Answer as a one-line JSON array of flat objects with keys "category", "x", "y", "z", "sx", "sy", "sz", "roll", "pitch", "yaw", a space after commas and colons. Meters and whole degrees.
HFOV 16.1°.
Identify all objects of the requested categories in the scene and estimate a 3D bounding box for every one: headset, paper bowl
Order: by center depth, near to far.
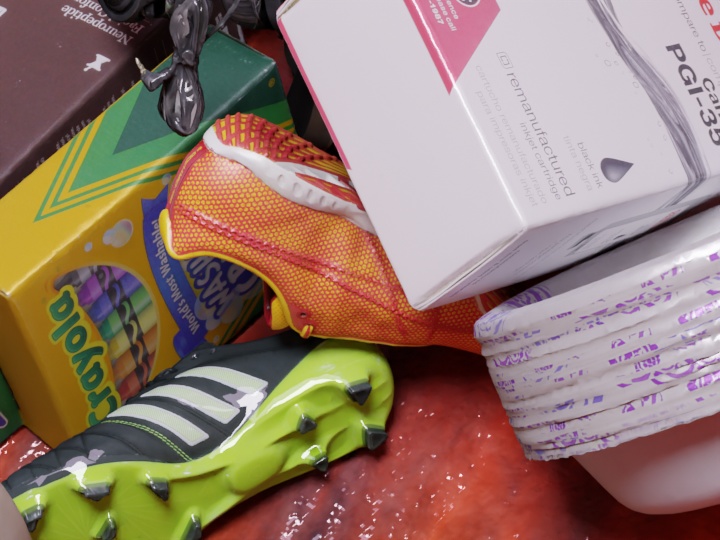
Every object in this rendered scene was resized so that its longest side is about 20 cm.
[{"category": "paper bowl", "x": 0.154, "y": 0.030, "z": 1.039, "sx": 0.200, "sy": 0.105, "sz": 0.201, "roll": -21, "pitch": 2, "yaw": 1}, {"category": "headset", "x": -0.067, "y": -0.127, "z": 1.143, "sx": 0.123, "sy": 0.095, "sz": 0.200, "roll": 5, "pitch": 18, "yaw": 0}]

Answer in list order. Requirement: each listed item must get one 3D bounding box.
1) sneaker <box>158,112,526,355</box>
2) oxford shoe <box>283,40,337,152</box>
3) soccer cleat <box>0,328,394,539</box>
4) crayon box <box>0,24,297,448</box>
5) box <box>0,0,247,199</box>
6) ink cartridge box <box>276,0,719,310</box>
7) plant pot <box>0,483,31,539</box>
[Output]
[{"category": "sneaker", "x": 0.000, "y": 0.000, "z": 1.121, "sx": 0.077, "sy": 0.199, "sz": 0.073, "roll": -55, "pitch": 24, "yaw": 18}, {"category": "oxford shoe", "x": 0.001, "y": -0.127, "z": 1.299, "sx": 0.071, "sy": 0.071, "sz": 0.201, "roll": 12, "pitch": 45, "yaw": -14}, {"category": "soccer cleat", "x": -0.081, "y": 0.077, "z": 1.132, "sx": 0.199, "sy": 0.068, "sz": 0.081, "roll": -22, "pitch": 37, "yaw": -14}, {"category": "crayon box", "x": -0.108, "y": 0.000, "z": 1.159, "sx": 0.051, "sy": 0.126, "sz": 0.200, "roll": 31, "pitch": 63, "yaw": 35}, {"category": "box", "x": -0.157, "y": -0.079, "z": 1.219, "sx": 0.100, "sy": 0.075, "sz": 0.200, "roll": 26, "pitch": 60, "yaw": 28}, {"category": "ink cartridge box", "x": 0.082, "y": -0.081, "z": 1.115, "sx": 0.199, "sy": 0.083, "sz": 0.147, "roll": -16, "pitch": 75, "yaw": -44}, {"category": "plant pot", "x": -0.227, "y": 0.149, "z": 1.022, "sx": 0.199, "sy": 0.201, "sz": 0.174, "roll": 16, "pitch": 45, "yaw": 26}]
